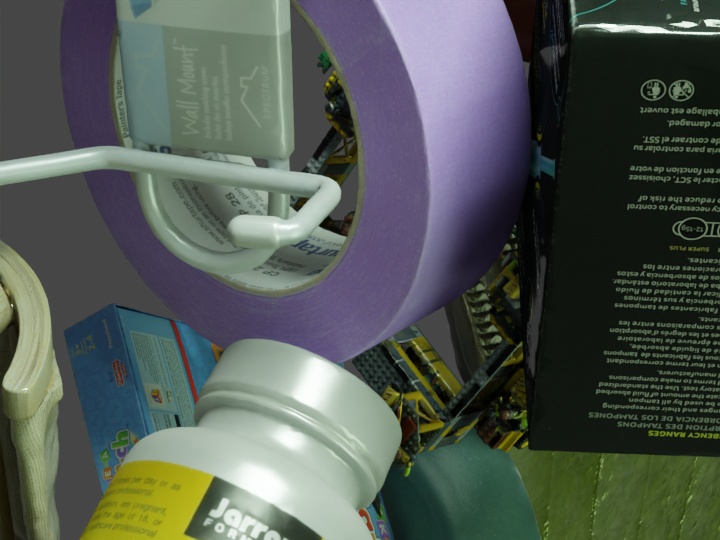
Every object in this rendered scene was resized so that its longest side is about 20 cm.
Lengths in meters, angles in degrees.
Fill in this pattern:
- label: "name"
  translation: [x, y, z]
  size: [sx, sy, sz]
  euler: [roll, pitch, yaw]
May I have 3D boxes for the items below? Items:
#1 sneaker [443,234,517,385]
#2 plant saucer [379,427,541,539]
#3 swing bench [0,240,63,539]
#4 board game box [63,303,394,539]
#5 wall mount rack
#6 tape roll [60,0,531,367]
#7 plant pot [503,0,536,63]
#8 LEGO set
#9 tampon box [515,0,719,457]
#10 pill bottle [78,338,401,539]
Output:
- label: "sneaker"
  translation: [0.059, -0.016, 0.979]
  size: [0.070, 0.201, 0.076]
  euler: [-3, 159, -10]
- label: "plant saucer"
  translation: [0.023, 0.159, 0.995]
  size: [0.036, 0.200, 0.201]
  euler: [-5, 118, -34]
- label: "swing bench"
  translation: [-0.186, 0.119, 0.717]
  size: [0.200, 0.129, 0.200]
  euler: [-34, 138, -38]
- label: "board game box"
  translation: [-0.052, 0.105, 0.897]
  size: [0.036, 0.152, 0.200]
  euler: [-27, 158, 25]
- label: "wall mount rack"
  translation: [-0.095, -0.083, 0.659]
  size: [0.075, 0.173, 0.201]
  euler: [-47, 140, -57]
- label: "tape roll"
  translation: [-0.030, -0.065, 0.740]
  size: [0.065, 0.199, 0.201]
  euler: [-28, 134, -43]
- label: "plant pot"
  translation: [0.094, -0.175, 0.843]
  size: [0.200, 0.195, 0.202]
  euler: [-35, 139, -38]
- label: "LEGO set"
  translation: [0.000, 0.000, 0.850]
  size: [0.116, 0.201, 0.154]
  euler: [-8, 151, -52]
- label: "tampon box"
  translation: [0.128, -0.050, 0.696]
  size: [0.150, 0.125, 0.201]
  euler: [-87, 179, -46]
- label: "pill bottle"
  translation: [-0.060, 0.130, 0.707]
  size: [0.201, 0.111, 0.112]
  euler: [-63, 151, -27]
